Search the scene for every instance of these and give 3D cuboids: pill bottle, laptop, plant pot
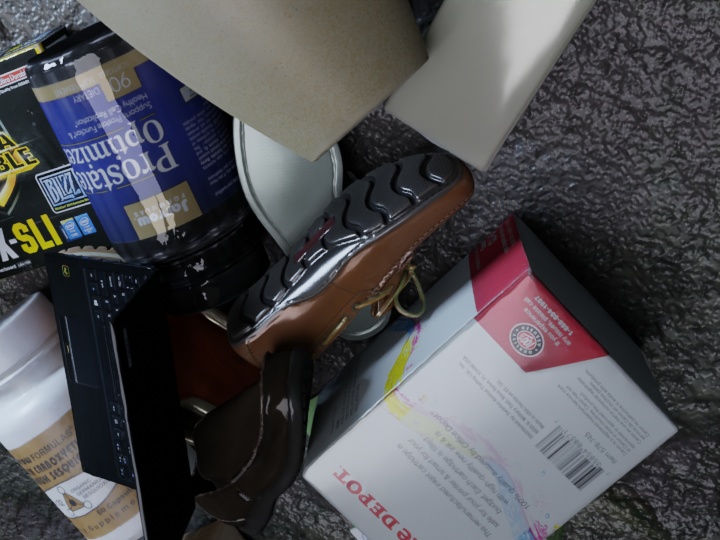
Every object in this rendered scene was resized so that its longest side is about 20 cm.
[{"bbox_3d":[-0.234,0.122,0.972,0.114,0.115,0.200,-29,106,30],"label":"pill bottle"},{"bbox_3d":[-0.177,0.092,0.798,0.199,0.103,0.179,7,109,40],"label":"laptop"},{"bbox_3d":[-0.059,-0.168,0.689,0.187,0.187,0.200,-37,96,32],"label":"plant pot"},{"bbox_3d":[-0.141,-0.075,0.827,0.111,0.112,0.201,-14,112,25],"label":"pill bottle"}]

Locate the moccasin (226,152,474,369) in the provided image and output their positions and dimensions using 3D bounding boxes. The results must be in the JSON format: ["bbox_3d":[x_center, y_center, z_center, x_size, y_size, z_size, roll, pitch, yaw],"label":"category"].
[{"bbox_3d":[0.000,0.001,0.787,0.078,0.074,0.201,35,108,-31],"label":"moccasin"}]

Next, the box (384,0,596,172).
[{"bbox_3d":[0.098,-0.166,0.719,0.082,0.068,0.201,33,124,-1],"label":"box"}]

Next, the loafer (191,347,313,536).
[{"bbox_3d":[-0.081,0.122,0.812,0.071,0.073,0.201,13,137,-9],"label":"loafer"}]

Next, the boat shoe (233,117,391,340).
[{"bbox_3d":[-0.035,-0.046,0.839,0.075,0.060,0.201,-17,111,5],"label":"boat shoe"}]

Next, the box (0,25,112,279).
[{"bbox_3d":[-0.275,-0.079,0.912,0.199,0.049,0.161,-14,115,25],"label":"box"}]

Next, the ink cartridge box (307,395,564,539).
[{"bbox_3d":[0.048,0.170,0.944,0.145,0.048,0.200,-32,107,32],"label":"ink cartridge box"}]

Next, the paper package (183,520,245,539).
[{"bbox_3d":[-0.129,0.352,1.021,0.103,0.191,0.201,-25,108,32],"label":"paper package"}]

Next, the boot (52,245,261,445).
[{"bbox_3d":[-0.157,0.060,0.895,0.199,0.108,0.075,29,139,-9],"label":"boot"}]

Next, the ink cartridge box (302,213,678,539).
[{"bbox_3d":[0.081,0.093,0.797,0.200,0.145,0.145,-42,101,13],"label":"ink cartridge box"}]
